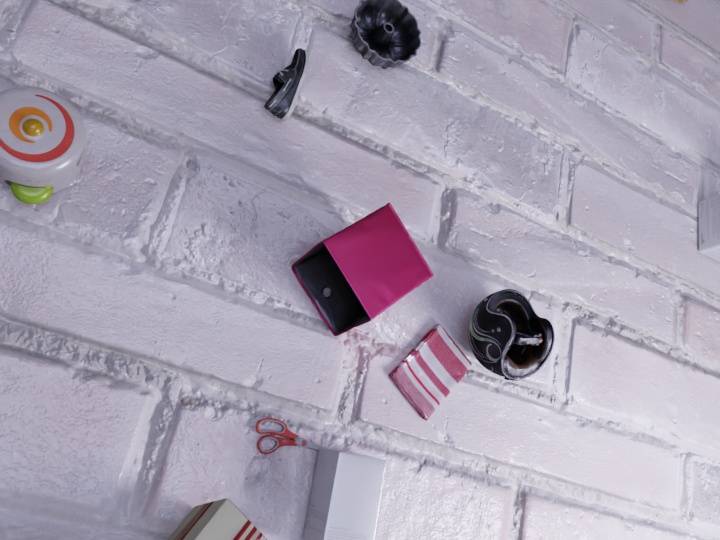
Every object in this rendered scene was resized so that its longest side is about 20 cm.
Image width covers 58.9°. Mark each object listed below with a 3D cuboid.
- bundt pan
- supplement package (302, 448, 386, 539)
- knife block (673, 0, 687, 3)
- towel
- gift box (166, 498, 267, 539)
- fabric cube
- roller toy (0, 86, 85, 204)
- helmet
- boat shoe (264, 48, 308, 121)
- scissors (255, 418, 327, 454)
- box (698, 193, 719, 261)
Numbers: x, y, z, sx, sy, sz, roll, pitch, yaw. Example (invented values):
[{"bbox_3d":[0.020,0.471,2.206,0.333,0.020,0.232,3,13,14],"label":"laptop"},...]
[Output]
[{"bbox_3d":[0.058,-0.627,1.701,0.201,0.076,0.203,7,73,-25],"label":"bundt pan"},{"bbox_3d":[-0.034,0.482,1.327,0.117,0.117,0.201,17,73,-21],"label":"supplement package"},{"bbox_3d":[1.159,-1.107,2.386,0.199,0.064,0.177,0,77,-26],"label":"knife block"},{"bbox_3d":[0.176,0.243,1.555,0.200,0.023,0.144,-42,98,-29],"label":"towel"},{"bbox_3d":[-0.281,0.554,1.157,0.185,0.200,0.187,46,46,-4],"label":"gift box"},{"bbox_3d":[0.000,0.000,1.434,0.199,0.200,0.197,-34,92,-31],"label":"fabric cube"},{"bbox_3d":[-0.627,-0.250,1.221,0.200,0.140,0.182,48,61,-6],"label":"roller toy"},{"bbox_3d":[0.359,0.154,1.575,0.199,0.191,0.201,-10,119,-19],"label":"helmet"},{"bbox_3d":[-0.176,-0.461,1.542,0.067,0.072,0.201,25,69,-23],"label":"boat shoe"},{"bbox_3d":[-0.131,0.361,1.374,0.199,0.014,0.074,10,72,-23],"label":"scissors"},{"bbox_3d":[1.255,-0.140,2.110,0.198,0.171,0.201,19,69,-21],"label":"box"}]
